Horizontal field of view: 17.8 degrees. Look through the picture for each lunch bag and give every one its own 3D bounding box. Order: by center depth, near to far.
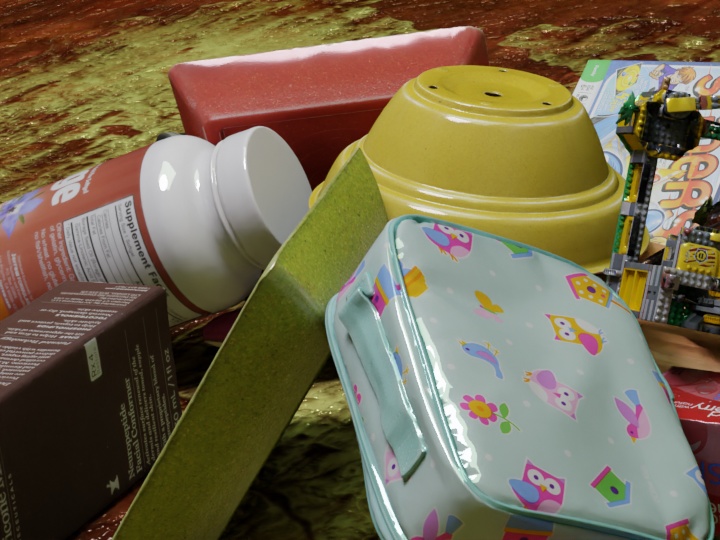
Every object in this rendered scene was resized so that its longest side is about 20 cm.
[{"bbox_3d":[0.067,0.067,1.082,0.160,0.077,0.200,13,38,-27],"label":"lunch bag"}]

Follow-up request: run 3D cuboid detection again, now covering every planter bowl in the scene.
[{"bbox_3d":[0.073,-0.068,1.326,0.200,0.084,0.200,4,20,-2],"label":"planter bowl"}]

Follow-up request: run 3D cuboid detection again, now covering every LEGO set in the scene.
[{"bbox_3d":[0.220,-0.019,1.197,0.200,0.154,0.116,20,-1,-10],"label":"LEGO set"}]

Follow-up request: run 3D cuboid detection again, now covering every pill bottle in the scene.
[{"bbox_3d":[-0.132,-0.017,1.414,0.200,0.112,0.112,-20,13,23],"label":"pill bottle"}]

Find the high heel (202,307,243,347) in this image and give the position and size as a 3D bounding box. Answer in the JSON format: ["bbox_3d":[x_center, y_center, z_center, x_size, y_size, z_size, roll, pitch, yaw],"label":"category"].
[{"bbox_3d":[0.000,0.000,1.411,0.200,0.096,0.067,-5,-1,0],"label":"high heel"}]

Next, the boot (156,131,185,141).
[{"bbox_3d":[-0.047,-0.059,1.659,0.154,0.074,0.204,-14,26,-28],"label":"boot"}]

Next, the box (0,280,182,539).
[{"bbox_3d":[-0.175,0.083,1.236,0.075,0.100,0.200,4,22,27],"label":"box"}]

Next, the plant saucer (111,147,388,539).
[{"bbox_3d":[-0.048,0.053,1.213,0.048,0.200,0.200,31,24,1],"label":"plant saucer"}]

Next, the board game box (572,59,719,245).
[{"bbox_3d":[0.185,-0.060,1.514,0.135,0.034,0.200,4,47,27],"label":"board game box"}]

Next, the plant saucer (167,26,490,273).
[{"bbox_3d":[-0.007,-0.058,1.470,0.200,0.200,0.037,-7,44,7],"label":"plant saucer"}]

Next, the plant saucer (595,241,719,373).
[{"bbox_3d":[0.168,0.028,1.293,0.200,0.032,0.200,13,23,-6],"label":"plant saucer"}]

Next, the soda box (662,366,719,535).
[{"bbox_3d":[0.229,0.097,1.126,0.200,0.063,0.070,5,21,32],"label":"soda box"}]
